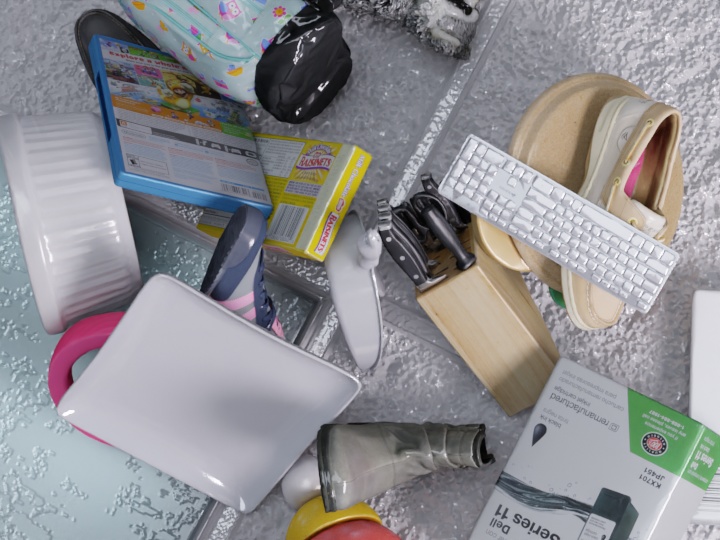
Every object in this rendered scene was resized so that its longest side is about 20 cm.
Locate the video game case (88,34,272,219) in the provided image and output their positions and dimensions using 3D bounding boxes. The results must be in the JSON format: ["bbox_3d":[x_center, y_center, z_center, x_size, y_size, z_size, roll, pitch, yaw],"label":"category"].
[{"bbox_3d":[-0.160,-0.128,1.655,0.143,0.018,0.200,12,38,-26],"label":"video game case"}]

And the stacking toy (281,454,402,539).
[{"bbox_3d":[-0.016,0.239,1.598,0.146,0.146,0.200,-27,59,3],"label":"stacking toy"}]

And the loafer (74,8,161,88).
[{"bbox_3d":[-0.204,-0.169,1.735,0.073,0.072,0.200,-39,74,0],"label":"loafer"}]

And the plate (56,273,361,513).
[{"bbox_3d":[-0.129,0.101,1.591,0.200,0.032,0.200,29,128,-14],"label":"plate"}]

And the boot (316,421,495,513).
[{"bbox_3d":[0.041,0.152,1.560,0.130,0.200,0.068,-5,93,13],"label":"boot"}]

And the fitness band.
[{"bbox_3d":[-0.173,0.098,1.637,0.200,0.144,0.037,-1,41,9],"label":"fitness band"}]

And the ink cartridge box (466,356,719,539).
[{"bbox_3d":[0.192,0.194,1.559,0.147,0.083,0.200,25,88,29],"label":"ink cartridge box"}]

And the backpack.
[{"bbox_3d":[-0.113,-0.226,1.664,0.200,0.167,0.127,38,74,14],"label":"backpack"}]

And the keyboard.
[{"bbox_3d":[0.160,-0.039,1.527,0.200,0.011,0.056,31,103,13],"label":"keyboard"}]

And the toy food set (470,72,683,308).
[{"bbox_3d":[0.197,-0.068,1.607,0.198,0.049,0.200,31,77,-28],"label":"toy food set"}]

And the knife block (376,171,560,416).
[{"bbox_3d":[0.088,0.019,1.586,0.064,0.176,0.200,-29,74,19],"label":"knife block"}]

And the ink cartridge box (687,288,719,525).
[{"bbox_3d":[0.365,0.118,1.590,0.173,0.044,0.200,2,78,9],"label":"ink cartridge box"}]

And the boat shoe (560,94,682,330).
[{"bbox_3d":[0.219,-0.047,1.546,0.069,0.074,0.200,8,86,44],"label":"boat shoe"}]

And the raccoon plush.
[{"bbox_3d":[0.019,-0.235,1.727,0.200,0.097,0.134,-21,89,36],"label":"raccoon plush"}]

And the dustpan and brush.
[{"bbox_3d":[0.000,0.000,1.596,0.057,0.200,0.140,-13,75,5],"label":"dustpan and brush"}]

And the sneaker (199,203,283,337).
[{"bbox_3d":[-0.098,0.025,1.631,0.082,0.200,0.070,17,44,-8],"label":"sneaker"}]

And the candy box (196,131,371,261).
[{"bbox_3d":[-0.071,-0.068,1.648,0.200,0.026,0.102,14,74,57],"label":"candy box"}]

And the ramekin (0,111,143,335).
[{"bbox_3d":[-0.253,-0.049,1.659,0.094,0.202,0.203,-13,75,-7],"label":"ramekin"}]
